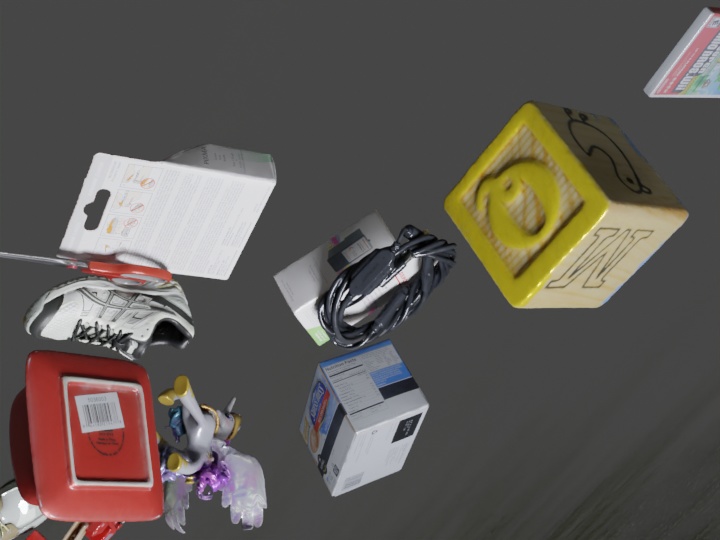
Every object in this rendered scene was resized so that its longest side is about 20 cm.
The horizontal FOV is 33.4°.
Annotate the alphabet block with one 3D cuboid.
[{"bbox_3d":[0.266,-0.080,1.567,0.199,0.196,0.197,1,136,-47],"label":"alphabet block"}]

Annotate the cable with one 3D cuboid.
[{"bbox_3d":[0.033,0.023,1.510,0.200,0.051,0.162,-50,151,23],"label":"cable"}]

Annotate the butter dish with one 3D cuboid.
[{"bbox_3d":[-0.352,0.213,1.448,0.147,0.202,0.199,-21,159,32],"label":"butter dish"}]

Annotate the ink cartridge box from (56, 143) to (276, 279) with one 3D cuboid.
[{"bbox_3d":[-0.208,-0.068,1.280,0.198,0.050,0.162,9,135,-26],"label":"ink cartridge box"}]

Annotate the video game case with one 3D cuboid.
[{"bbox_3d":[0.489,-0.294,1.637,0.198,0.018,0.143,-7,142,-40],"label":"video game case"}]

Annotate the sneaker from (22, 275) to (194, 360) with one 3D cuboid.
[{"bbox_3d":[-0.274,0.058,1.347,0.198,0.088,0.076,-7,145,-36],"label":"sneaker"}]

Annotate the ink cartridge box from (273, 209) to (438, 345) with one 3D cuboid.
[{"bbox_3d":[0.000,0.000,1.552,0.199,0.068,0.117,-32,151,0],"label":"ink cartridge box"}]

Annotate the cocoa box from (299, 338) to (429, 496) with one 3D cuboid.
[{"bbox_3d":[0.001,0.226,1.840,0.132,0.132,0.201,-17,148,-25],"label":"cocoa box"}]

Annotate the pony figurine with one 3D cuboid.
[{"bbox_3d":[-0.216,0.250,1.626,0.165,0.195,0.200,-5,160,21],"label":"pony figurine"}]

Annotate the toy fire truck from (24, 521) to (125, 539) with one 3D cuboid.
[{"bbox_3d":[-0.393,0.364,1.669,0.141,0.049,0.200,-49,169,-20],"label":"toy fire truck"}]

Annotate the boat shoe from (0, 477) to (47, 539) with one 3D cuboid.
[{"bbox_3d":[-0.477,0.329,1.562,0.199,0.075,0.068,-30,-173,-5],"label":"boat shoe"}]

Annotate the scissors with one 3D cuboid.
[{"bbox_3d":[-0.289,-0.007,1.265,0.073,0.014,0.199,-5,166,40],"label":"scissors"}]
